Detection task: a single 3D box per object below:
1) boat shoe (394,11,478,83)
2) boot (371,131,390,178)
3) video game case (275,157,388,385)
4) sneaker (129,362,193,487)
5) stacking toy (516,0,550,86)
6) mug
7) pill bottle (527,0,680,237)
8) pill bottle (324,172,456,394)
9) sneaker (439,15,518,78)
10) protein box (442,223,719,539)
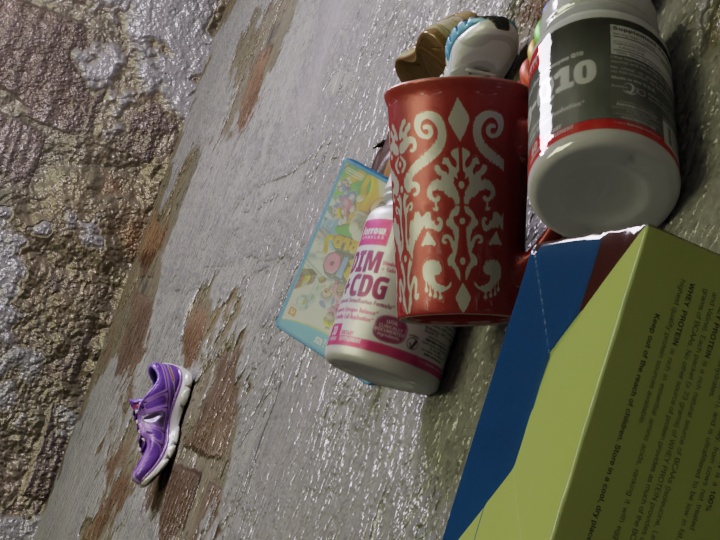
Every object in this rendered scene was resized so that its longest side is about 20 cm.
[{"bbox_3d":[0.091,-0.231,1.823,0.064,0.071,0.200,-37,1,-14],"label":"boat shoe"},{"bbox_3d":[0.023,-0.067,1.837,0.200,0.072,0.167,-57,15,23],"label":"boot"},{"bbox_3d":[0.000,0.000,1.742,0.143,0.018,0.201,30,103,32],"label":"video game case"},{"bbox_3d":[-0.321,0.235,2.525,0.081,0.083,0.201,138,148,-58],"label":"sneaker"},{"bbox_3d":[0.185,-0.198,1.463,0.086,0.085,0.200,-86,16,-46],"label":"stacking toy"},{"bbox_3d":[0.098,-0.058,1.415,0.177,0.133,0.201,-9,77,53],"label":"mug"},{"bbox_3d":[0.187,-0.129,1.283,0.114,0.114,0.201,-53,23,43],"label":"pill bottle"},{"bbox_3d":[0.047,0.007,1.567,0.113,0.113,0.201,-17,53,70],"label":"pill bottle"},{"bbox_3d":[0.110,-0.176,1.691,0.200,0.075,0.087,119,155,-49],"label":"sneaker"},{"bbox_3d":[0.176,0.107,0.875,0.135,0.199,0.199,-10,61,71],"label":"protein box"}]
